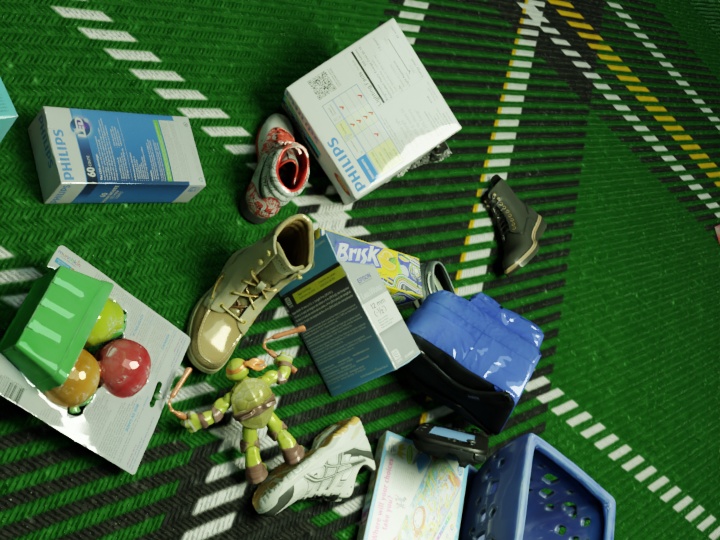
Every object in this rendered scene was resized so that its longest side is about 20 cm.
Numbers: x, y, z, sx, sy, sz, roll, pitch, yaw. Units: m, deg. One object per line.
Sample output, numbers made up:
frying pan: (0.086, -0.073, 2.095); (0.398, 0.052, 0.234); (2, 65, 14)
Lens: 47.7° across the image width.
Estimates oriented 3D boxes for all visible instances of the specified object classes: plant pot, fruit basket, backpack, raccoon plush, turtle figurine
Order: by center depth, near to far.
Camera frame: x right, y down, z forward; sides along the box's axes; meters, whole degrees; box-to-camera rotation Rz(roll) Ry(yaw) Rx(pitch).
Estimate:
fruit basket: (-0.298, 0.100, 0.913); (0.200, 0.093, 0.187); (46, 44, -35)
turtle figurine: (-0.122, 0.166, 0.997); (0.199, 0.064, 0.163); (-30, 108, -30)
plant pot: (0.229, 0.382, 1.168); (0.199, 0.179, 0.201); (39, 48, -22)
backpack: (0.158, 0.123, 1.223); (0.198, 0.163, 0.168); (28, 55, 14)
raccoon plush: (0.087, -0.195, 1.423); (0.097, 0.133, 0.200); (61, 9, 22)

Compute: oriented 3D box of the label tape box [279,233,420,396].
label tape box: (-0.025, 0.056, 1.125); (0.066, 0.143, 0.202); (-24, 86, -45)

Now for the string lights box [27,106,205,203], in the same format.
string lights box: (-0.304, -0.143, 1.032); (0.198, 0.059, 0.104); (-5, 72, -43)

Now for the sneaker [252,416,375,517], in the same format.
sneaker: (-0.049, 0.269, 1.047); (0.199, 0.075, 0.088); (-29, 94, -43)

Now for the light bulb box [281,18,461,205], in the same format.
light bulb box: (0.012, -0.239, 1.259); (0.199, 0.125, 0.199); (-34, 94, -8)

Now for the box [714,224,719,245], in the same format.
box: (1.034, -0.038, 2.168); (0.094, 0.102, 0.202); (11, 61, -38)

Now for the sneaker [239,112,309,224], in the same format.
sneaker: (-0.109, -0.168, 1.186); (0.067, 0.108, 0.203); (31, 51, -26)

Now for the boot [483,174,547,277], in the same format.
boot: (0.267, -0.084, 1.522); (0.138, 0.077, 0.200); (47, 32, -8)

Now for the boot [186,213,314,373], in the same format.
boot: (-0.136, 0.027, 1.030); (0.073, 0.155, 0.201); (41, 49, -19)

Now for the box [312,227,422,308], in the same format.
box: (0.000, 0.000, 1.234); (0.198, 0.064, 0.071); (16, 59, -36)

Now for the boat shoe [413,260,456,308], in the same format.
boat shoe: (0.140, 0.079, 1.322); (0.072, 0.062, 0.202); (-16, 80, -45)

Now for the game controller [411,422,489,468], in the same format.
game controller: (0.129, 0.240, 1.155); (0.103, 0.200, 0.043); (21, 87, 11)

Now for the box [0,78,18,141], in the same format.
box: (-0.462, -0.241, 0.921); (0.049, 0.082, 0.202); (-23, 86, -46)

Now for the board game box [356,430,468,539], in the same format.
board game box: (0.071, 0.338, 1.120); (0.133, 0.034, 0.202); (23, 54, -9)
